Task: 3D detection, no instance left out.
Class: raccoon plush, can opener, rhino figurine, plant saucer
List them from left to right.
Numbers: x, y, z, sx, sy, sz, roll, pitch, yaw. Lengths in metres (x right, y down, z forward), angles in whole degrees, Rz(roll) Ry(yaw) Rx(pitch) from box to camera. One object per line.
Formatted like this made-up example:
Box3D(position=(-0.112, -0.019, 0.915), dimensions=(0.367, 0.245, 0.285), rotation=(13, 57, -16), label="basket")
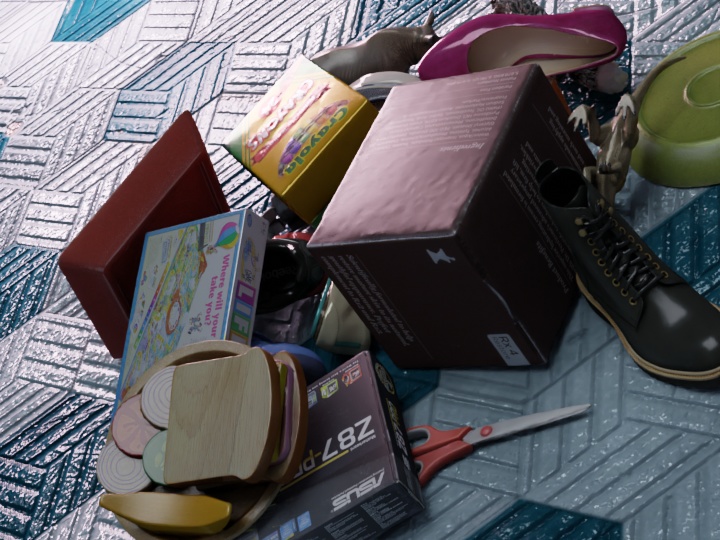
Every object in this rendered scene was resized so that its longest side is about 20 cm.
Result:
Box3D(position=(-0.196, -0.025, 1.645), dimensions=(0.037, 0.200, 0.200), rotation=(29, 68, 24), label="plant saucer")
Box3D(position=(-0.060, -0.050, 1.684), dimensions=(0.199, 0.053, 0.067), rotation=(-30, 67, 7), label="can opener")
Box3D(position=(0.028, -0.215, 1.753), dimensions=(0.198, 0.088, 0.060), rotation=(-18, 39, 22), label="rhino figurine")
Box3D(position=(0.147, -0.191, 1.634), dimensions=(0.134, 0.097, 0.200), rotation=(-48, 37, -4), label="raccoon plush")
Box3D(position=(0.322, -0.157, 1.499), dimensions=(0.198, 0.031, 0.201), rotation=(-22, 38, 18), label="plant saucer")

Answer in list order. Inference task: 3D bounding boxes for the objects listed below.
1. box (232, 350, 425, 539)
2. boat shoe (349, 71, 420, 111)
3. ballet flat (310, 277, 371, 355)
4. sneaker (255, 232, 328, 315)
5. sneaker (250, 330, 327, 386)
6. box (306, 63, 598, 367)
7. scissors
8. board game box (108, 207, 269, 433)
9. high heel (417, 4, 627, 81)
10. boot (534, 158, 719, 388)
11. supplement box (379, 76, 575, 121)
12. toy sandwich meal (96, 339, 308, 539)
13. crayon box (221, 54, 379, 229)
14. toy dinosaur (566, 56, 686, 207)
Box3D(position=(-0.051, 0.178, 1.394), dimensions=(0.199, 0.049, 0.162), rotation=(-31, 38, 14), label="box")
Box3D(position=(-0.019, -0.134, 1.724), dimensions=(0.199, 0.075, 0.093), rotation=(-17, 45, 36), label="boat shoe")
Box3D(position=(0.000, 0.000, 1.562), dimensions=(0.069, 0.070, 0.201), rotation=(-14, 43, 26), label="ballet flat")
Box3D(position=(-0.125, 0.013, 1.581), dimensions=(0.198, 0.072, 0.098), rotation=(-16, 1, 5), label="sneaker")
Box3D(position=(-0.112, 0.084, 1.540), dimensions=(0.198, 0.074, 0.083), rotation=(-5, 43, 34), label="sneaker")
Box3D(position=(0.091, -0.045, 1.437), dimensions=(0.163, 0.166, 0.201), rotation=(-3, 46, 40), label="box")
Box3D(position=(0.092, 0.132, 1.369), dimensions=(0.199, 0.014, 0.073), rotation=(-29, 34, 12), label="scissors")
Box3D(position=(-0.155, 0.052, 1.507), dimensions=(0.134, 0.034, 0.202), rotation=(-11, 61, 39), label="board game box")
Box3D(position=(0.149, -0.198, 1.550), dimensions=(0.198, 0.068, 0.096), rotation=(-9, 24, 7), label="high heel")
Box3D(position=(0.212, 0.001, 1.315), dimensions=(0.077, 0.139, 0.200), rotation=(-41, 37, -9), label="boot")
Box3D(position=(0.103, -0.129, 1.614), dimensions=(0.198, 0.069, 0.067), rotation=(-5, 44, 33), label="supplement box")
Box3D(position=(-0.137, 0.138, 1.374), dimensions=(0.203, 0.070, 0.207), rotation=(-11, 62, 22), label="toy sandwich meal")
Box3D(position=(-0.047, -0.126, 1.632), dimensions=(0.127, 0.051, 0.200), rotation=(-48, 34, -2), label="crayon box")
Box3D(position=(0.222, -0.115, 1.444), dimensions=(0.058, 0.101, 0.202), rotation=(11, 75, 28), label="toy dinosaur")
